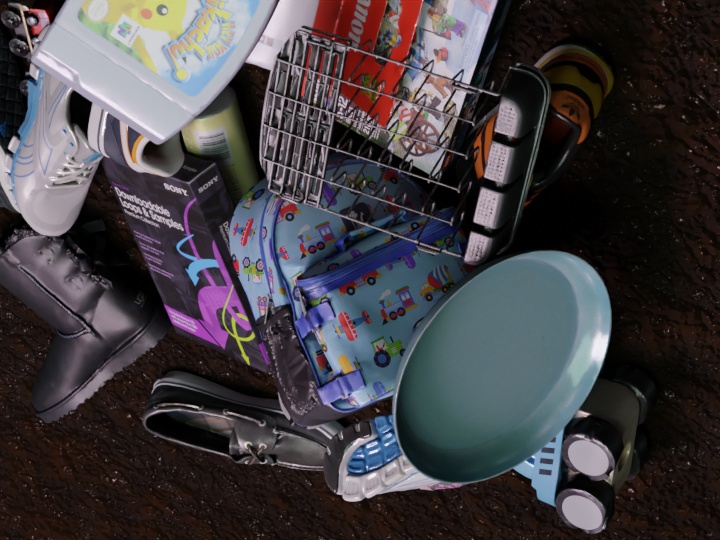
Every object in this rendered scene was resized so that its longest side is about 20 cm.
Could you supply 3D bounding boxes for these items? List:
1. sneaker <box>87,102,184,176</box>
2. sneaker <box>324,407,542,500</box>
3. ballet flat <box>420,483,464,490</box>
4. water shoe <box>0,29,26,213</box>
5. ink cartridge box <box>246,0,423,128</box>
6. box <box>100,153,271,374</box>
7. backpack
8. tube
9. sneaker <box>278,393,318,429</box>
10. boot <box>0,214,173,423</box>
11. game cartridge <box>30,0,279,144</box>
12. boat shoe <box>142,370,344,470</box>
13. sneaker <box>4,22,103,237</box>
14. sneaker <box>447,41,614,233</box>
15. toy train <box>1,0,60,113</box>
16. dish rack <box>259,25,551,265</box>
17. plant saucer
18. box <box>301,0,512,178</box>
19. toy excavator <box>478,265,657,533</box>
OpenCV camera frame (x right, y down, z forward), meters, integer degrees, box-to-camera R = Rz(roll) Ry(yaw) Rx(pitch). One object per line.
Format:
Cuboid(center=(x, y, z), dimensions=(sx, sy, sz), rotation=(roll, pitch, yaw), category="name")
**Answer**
Cuboid(center=(-0.157, -0.161, 1.480), dimensions=(0.079, 0.078, 0.201), rotation=(28, 135, 22), category="sneaker")
Cuboid(center=(0.071, 0.138, 1.601), dimensions=(0.199, 0.086, 0.076), rotation=(-17, 75, 31), category="sneaker")
Cuboid(center=(0.072, 0.114, 1.680), dimensions=(0.071, 0.069, 0.201), rotation=(-3, 132, 4), category="ballet flat")
Cuboid(center=(-0.325, -0.132, 1.648), dimensions=(0.079, 0.072, 0.201), rotation=(3, 125, 35), category="water shoe")
Cuboid(center=(-0.050, -0.209, 1.428), dimensions=(0.200, 0.050, 0.163), rotation=(41, 138, 23), category="ink cartridge box")
Cuboid(center=(-0.140, -0.016, 1.643), dimensions=(0.143, 0.036, 0.201), rotation=(20, 138, 48), category="box")
Cuboid(center=(0.000, 0.000, 1.509), dimensions=(0.201, 0.182, 0.134), rotation=(69, 158, 5), category="backpack")
Cuboid(center=(-0.109, -0.063, 1.625), dimensions=(0.052, 0.058, 0.201), rotation=(-23, 130, -13), category="tube")
Cuboid(center=(-0.038, 0.072, 1.675), dimensions=(0.074, 0.082, 0.201), rotation=(22, 133, 6), category="sneaker")
Cuboid(center=(-0.279, 0.035, 1.763), dimensions=(0.162, 0.074, 0.198), rotation=(43, 125, -16), category="boot")
Cuboid(center=(-0.134, -0.193, 1.397), dimensions=(0.133, 0.041, 0.200), rotation=(31, 115, -11), category="game cartridge")
Cuboid(center=(-0.106, 0.151, 1.789), dimensions=(0.199, 0.057, 0.069), rotation=(16, 132, 12), category="boat shoe")
Cuboid(center=(-0.238, -0.103, 1.591), dimensions=(0.087, 0.075, 0.201), rotation=(49, 137, 40), category="sneaker")
Cuboid(center=(0.115, -0.083, 1.471), dimensions=(0.070, 0.090, 0.200), rotation=(33, 133, -5), category="sneaker")
Cuboid(center=(-0.265, -0.203, 1.586), dimensions=(0.045, 0.034, 0.201), rotation=(5, 129, 17), category="toy train")
Cuboid(center=(0.026, -0.095, 1.410), dimensions=(0.199, 0.055, 0.154), rotation=(19, 120, 12), category="dish rack")
Cuboid(center=(0.102, 0.068, 1.455), dimensions=(0.027, 0.199, 0.201), rotation=(41, 148, 44), category="plant saucer")
Cuboid(center=(0.033, -0.182, 1.448), dimensions=(0.136, 0.038, 0.201), rotation=(30, 134, 13), category="box")
Cuboid(center=(0.139, 0.099, 1.618), dimensions=(0.199, 0.100, 0.195), rotation=(19, 132, 21), category="toy excavator")
